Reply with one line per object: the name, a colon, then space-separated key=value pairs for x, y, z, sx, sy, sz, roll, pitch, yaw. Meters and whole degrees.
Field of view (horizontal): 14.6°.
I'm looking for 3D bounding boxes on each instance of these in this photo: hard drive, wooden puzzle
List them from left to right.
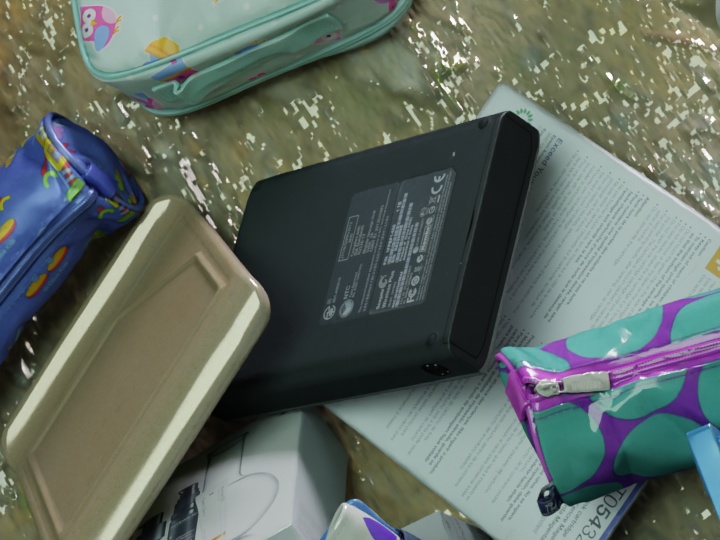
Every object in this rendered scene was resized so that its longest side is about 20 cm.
wooden puzzle: x=-0.120 y=0.062 z=1.525 sx=0.185 sy=0.037 sz=0.200 roll=-57 pitch=24 yaw=5
hard drive: x=0.000 y=0.000 z=1.472 sx=0.200 sy=0.033 sz=0.140 roll=-13 pitch=55 yaw=46

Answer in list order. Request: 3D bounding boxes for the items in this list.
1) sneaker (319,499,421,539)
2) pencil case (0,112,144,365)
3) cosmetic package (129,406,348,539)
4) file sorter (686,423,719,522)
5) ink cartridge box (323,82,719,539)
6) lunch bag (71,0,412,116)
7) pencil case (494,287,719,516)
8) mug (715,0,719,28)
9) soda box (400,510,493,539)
sneaker: x=0.048 y=0.162 z=1.335 sx=0.200 sy=0.147 sz=0.081 roll=-22 pitch=32 yaw=22
pencil case: x=-0.209 y=0.006 z=1.605 sx=0.200 sy=0.078 sz=0.087 roll=-49 pitch=29 yaw=8
cosmetic package: x=-0.102 y=0.160 z=1.469 sx=0.200 sy=0.151 sz=0.052 roll=-31 pitch=107 yaw=13
file sorter: x=0.256 y=0.155 z=1.292 sx=0.122 sy=0.139 sz=0.200 roll=-26 pitch=65 yaw=16
ink cartridge box: x=0.096 y=0.035 z=1.464 sx=0.200 sy=0.043 sz=0.197 roll=37 pitch=94 yaw=27
lunch bag: x=-0.071 y=-0.179 z=1.590 sx=0.200 sy=0.077 sz=0.161 roll=-21 pitch=68 yaw=21
pencil case: x=0.169 y=0.048 z=1.352 sx=0.199 sy=0.092 sz=0.085 roll=-20 pitch=67 yaw=9
mug: x=0.242 y=-0.171 z=1.378 sx=0.149 sy=0.187 sz=0.154 roll=10 pitch=88 yaw=-6
soda box: x=-0.020 y=0.197 z=1.460 sx=0.200 sy=0.068 sz=0.064 roll=-28 pitch=63 yaw=18
